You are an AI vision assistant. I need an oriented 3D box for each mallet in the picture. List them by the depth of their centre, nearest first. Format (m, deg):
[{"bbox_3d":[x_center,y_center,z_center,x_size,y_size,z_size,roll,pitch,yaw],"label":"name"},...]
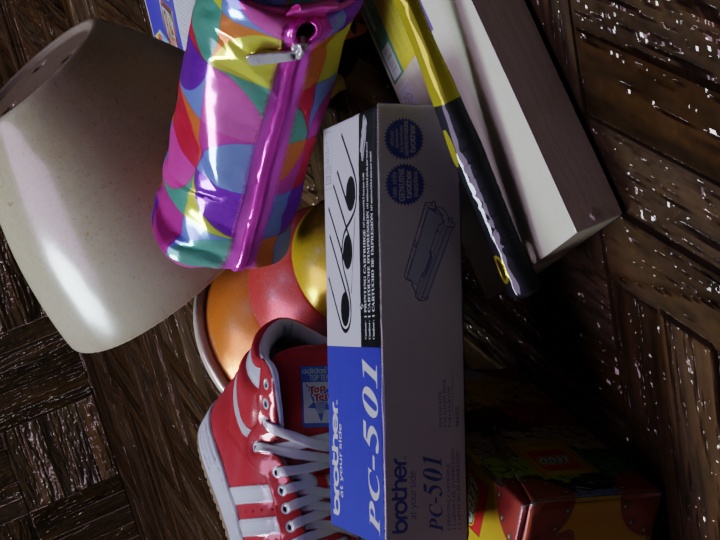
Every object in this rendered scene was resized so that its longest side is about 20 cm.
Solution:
[{"bbox_3d":[0.032,-0.083,0.683,0.066,0.041,0.201,20,133,67],"label":"mallet"}]

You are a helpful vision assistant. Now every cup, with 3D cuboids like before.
[{"bbox_3d":[-0.155,-0.070,0.955,0.143,0.200,0.200,48,172,-22],"label":"cup"}]

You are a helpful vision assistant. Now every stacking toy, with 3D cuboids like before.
[{"bbox_3d":[0.000,0.000,0.882,0.200,0.145,0.147,-47,65,51],"label":"stacking toy"}]

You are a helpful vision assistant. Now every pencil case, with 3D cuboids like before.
[{"bbox_3d":[-0.056,-0.085,0.787,0.089,0.088,0.201,58,148,31],"label":"pencil case"}]

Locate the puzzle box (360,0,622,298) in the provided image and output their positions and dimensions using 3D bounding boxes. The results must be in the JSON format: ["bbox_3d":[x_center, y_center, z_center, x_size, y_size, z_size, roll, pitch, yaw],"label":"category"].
[{"bbox_3d":[0.048,-0.095,0.716,0.201,0.025,0.133,67,164,7],"label":"puzzle box"}]

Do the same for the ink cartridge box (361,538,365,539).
[{"bbox_3d":[0.024,0.153,0.974,0.044,0.173,0.200,-65,24,1],"label":"ink cartridge box"}]

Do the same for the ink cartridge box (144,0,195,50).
[{"bbox_3d":[-0.119,-0.208,1.088,0.198,0.047,0.201,-134,29,-56],"label":"ink cartridge box"}]

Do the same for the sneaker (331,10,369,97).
[{"bbox_3d":[-0.042,-0.131,0.880,0.200,0.069,0.091,134,116,-70],"label":"sneaker"}]

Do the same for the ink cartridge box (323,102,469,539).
[{"bbox_3d":[0.015,0.026,0.736,0.094,0.044,0.202,171,98,-73],"label":"ink cartridge box"}]

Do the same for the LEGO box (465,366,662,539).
[{"bbox_3d":[0.065,0.170,0.787,0.149,0.077,0.202,-138,53,-57],"label":"LEGO box"}]

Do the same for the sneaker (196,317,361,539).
[{"bbox_3d":[-0.023,0.115,0.803,0.201,0.071,0.113,59,134,36],"label":"sneaker"}]
